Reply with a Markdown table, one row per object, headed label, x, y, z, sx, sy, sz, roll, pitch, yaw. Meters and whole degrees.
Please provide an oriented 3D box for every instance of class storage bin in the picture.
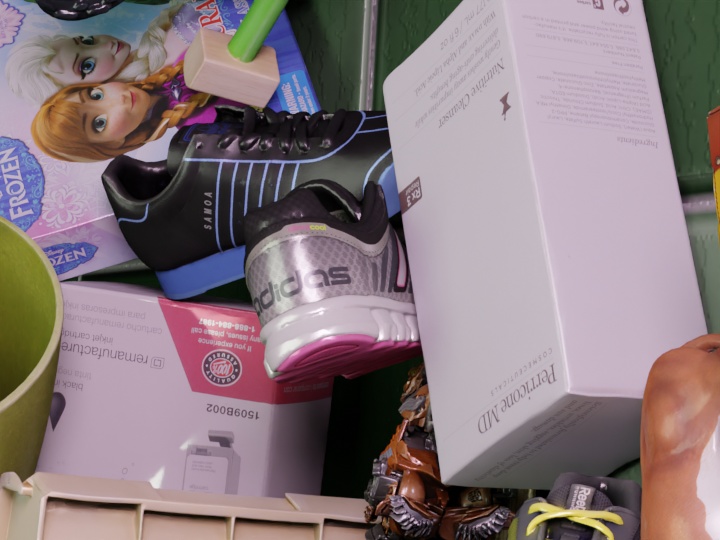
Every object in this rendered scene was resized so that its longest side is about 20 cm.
| label | x | y | z | sx | sy | sz | roll | pitch | yaw |
| --- | --- | --- | --- | --- | --- | --- | --- | --- | --- |
| storage bin | -0.086 | 0.201 | 1.245 | 0.094 | 0.199 | 0.200 | -145 | 63 | -70 |

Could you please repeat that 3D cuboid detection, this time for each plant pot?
| label | x | y | z | sx | sy | sz | roll | pitch | yaw |
| --- | --- | --- | --- | --- | --- | --- | --- | --- | --- |
| plant pot | -0.244 | 0.096 | 1.313 | 0.188 | 0.186 | 0.201 | -114 | 20 | -45 |

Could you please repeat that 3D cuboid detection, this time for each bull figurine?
| label | x | y | z | sx | sy | sz | roll | pitch | yaw |
| --- | --- | --- | --- | --- | --- | --- | --- | --- | --- |
| bull figurine | 0.146 | 0.116 | 0.954 | 0.121 | 0.065 | 0.201 | -29 | 62 | 55 |

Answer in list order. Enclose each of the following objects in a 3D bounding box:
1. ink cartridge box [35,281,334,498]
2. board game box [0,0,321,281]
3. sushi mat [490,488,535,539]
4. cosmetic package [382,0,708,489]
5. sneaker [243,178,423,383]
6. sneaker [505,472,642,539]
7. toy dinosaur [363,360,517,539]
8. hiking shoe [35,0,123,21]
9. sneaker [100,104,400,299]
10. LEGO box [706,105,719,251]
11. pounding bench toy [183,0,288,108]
| label | x | y | z | sx | sy | sz | roll | pitch | yaw |
| --- | --- | --- | --- | --- | --- | --- | --- | --- | --- |
| ink cartridge box | -0.099 | 0.114 | 1.360 | 0.146 | 0.083 | 0.201 | 8 | 93 | 21 |
| board game box | -0.128 | -0.095 | 1.413 | 0.041 | 0.198 | 0.201 | 77 | 174 | -49 |
| sushi mat | 0.054 | 0.137 | 1.196 | 0.096 | 0.012 | 0.201 | 22 | 106 | 61 |
| cosmetic package | 0.079 | -0.016 | 1.095 | 0.113 | 0.081 | 0.201 | -44 | 46 | 51 |
| sneaker | 0.000 | 0.000 | 1.159 | 0.073 | 0.200 | 0.088 | -20 | 83 | 20 |
| sneaker | 0.073 | 0.130 | 0.993 | 0.200 | 0.074 | 0.085 | -34 | -51 | -77 |
| toy dinosaur | 0.034 | 0.144 | 1.152 | 0.136 | 0.101 | 0.201 | -142 | 41 | -76 |
| hiking shoe | -0.120 | -0.225 | 1.285 | 0.201 | 0.074 | 0.087 | -69 | 22 | 11 |
| sneaker | -0.044 | -0.050 | 1.271 | 0.199 | 0.078 | 0.070 | -22 | 23 | 29 |
| LEGO box | 0.205 | -0.012 | 0.836 | 0.200 | 0.077 | 0.150 | -32 | 58 | 59 |
| pounding bench toy | -0.038 | -0.201 | 1.320 | 0.156 | 0.124 | 0.201 | -27 | 61 | 60 |
